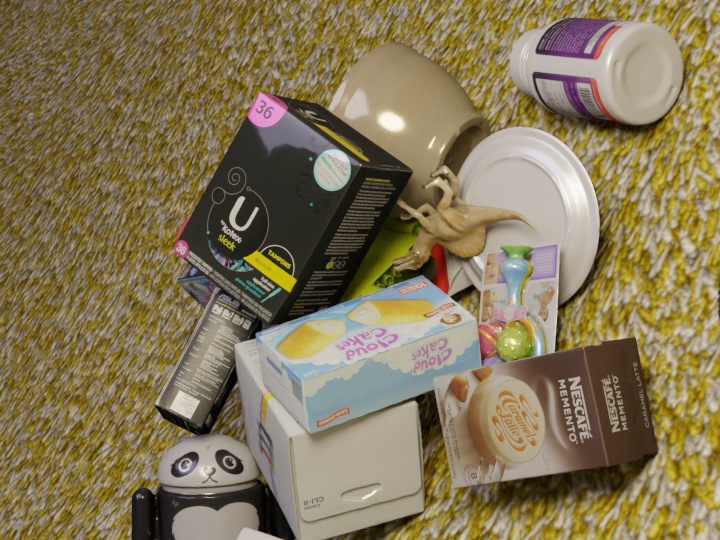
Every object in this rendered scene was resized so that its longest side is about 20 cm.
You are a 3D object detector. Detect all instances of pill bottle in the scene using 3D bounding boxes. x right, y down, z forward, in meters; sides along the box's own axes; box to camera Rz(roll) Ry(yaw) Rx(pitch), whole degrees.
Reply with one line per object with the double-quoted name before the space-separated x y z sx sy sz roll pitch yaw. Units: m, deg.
"pill bottle" 0.256 -0.226 1.749 0.112 0.111 0.200 -58 31 -7

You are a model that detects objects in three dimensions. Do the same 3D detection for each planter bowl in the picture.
"planter bowl" 0.063 -0.142 1.777 0.135 0.200 0.200 27 82 27

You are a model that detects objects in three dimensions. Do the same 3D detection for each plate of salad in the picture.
"plate of salad" 0.179 -0.054 1.674 0.200 0.048 0.200 8 101 44

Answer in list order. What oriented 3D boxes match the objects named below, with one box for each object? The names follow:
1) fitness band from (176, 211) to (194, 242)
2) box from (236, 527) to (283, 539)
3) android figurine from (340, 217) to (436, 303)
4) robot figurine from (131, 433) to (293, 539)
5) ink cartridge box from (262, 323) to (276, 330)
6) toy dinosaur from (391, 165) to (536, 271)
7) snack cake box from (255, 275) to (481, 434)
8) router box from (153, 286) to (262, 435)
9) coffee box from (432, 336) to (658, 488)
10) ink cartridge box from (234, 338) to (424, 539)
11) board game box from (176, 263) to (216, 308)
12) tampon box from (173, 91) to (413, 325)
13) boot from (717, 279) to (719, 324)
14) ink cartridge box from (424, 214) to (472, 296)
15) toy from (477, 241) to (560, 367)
"fitness band" -0.136 -0.065 1.846 0.200 0.037 0.144 -8 49 44
"box" -0.052 0.385 1.508 0.199 0.171 0.200 6 65 56
"android figurine" 0.000 0.000 1.822 0.182 0.041 0.200 -43 30 -17
"robot figurine" -0.168 0.286 1.769 0.125 0.150 0.200 0 94 39
"ink cartridge box" -0.068 0.114 1.887 0.146 0.084 0.200 -43 32 17
"toy dinosaur" 0.104 -0.060 1.677 0.200 0.101 0.058 -22 17 43
"snack cake box" 0.009 0.083 1.591 0.200 0.067 0.115 -19 29 -22
"router box" -0.173 0.111 1.808 0.150 0.062 0.200 -64 0 -10
"coffee box" 0.173 0.137 1.491 0.200 0.080 0.115 -18 81 46
"ink cartridge box" -0.034 0.167 1.670 0.145 0.145 0.200 -14 31 -16
"board game box" -0.092 -0.039 1.856 0.200 0.062 0.200 8 57 50
"tampon box" -0.071 -0.064 1.666 0.150 0.126 0.200 36 106 23
"boot" 0.393 0.052 1.309 0.158 0.079 0.211 -37 45 39
"ink cartridge box" 0.110 -0.047 1.808 0.200 0.057 0.163 -25 39 17
"toy" 0.148 0.069 1.613 0.115 0.047 0.200 -8 70 52
